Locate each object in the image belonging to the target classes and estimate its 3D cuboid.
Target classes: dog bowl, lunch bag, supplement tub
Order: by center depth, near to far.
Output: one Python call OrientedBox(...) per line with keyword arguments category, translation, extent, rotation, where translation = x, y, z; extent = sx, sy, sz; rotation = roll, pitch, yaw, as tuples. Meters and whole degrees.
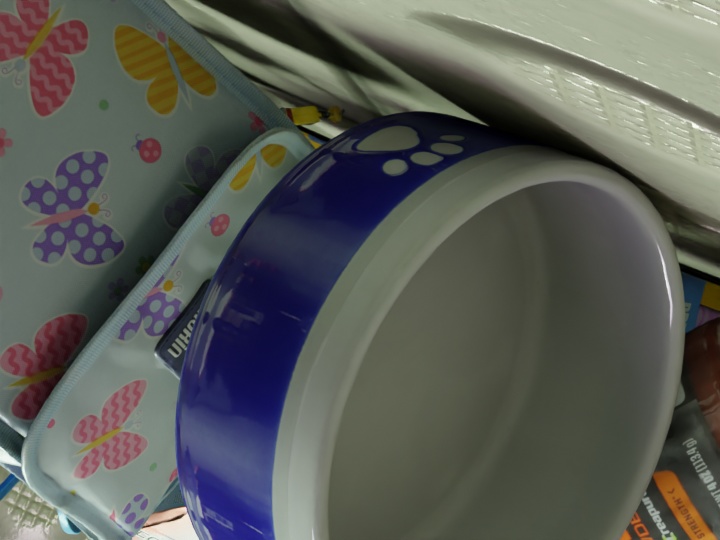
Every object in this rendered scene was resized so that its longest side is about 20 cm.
OrientedBox(category="dog bowl", translation=(0.029, 0.045, 1.010), extent=(0.079, 0.200, 0.200), rotation=(24, 178, 40))
OrientedBox(category="lunch bag", translation=(-0.109, -0.015, 1.010), extent=(0.200, 0.170, 0.127), rotation=(44, 169, -24))
OrientedBox(category="supplement tub", translation=(0.096, 0.110, 1.135), extent=(0.107, 0.200, 0.107), rotation=(47, -157, -27))

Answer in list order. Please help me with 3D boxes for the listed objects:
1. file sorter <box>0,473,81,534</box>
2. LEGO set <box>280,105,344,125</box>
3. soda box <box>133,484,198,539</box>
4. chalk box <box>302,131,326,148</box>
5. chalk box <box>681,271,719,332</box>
OrientedBox(category="file sorter", translation=(-0.205, 0.039, 1.218), extent=(0.200, 0.123, 0.139), rotation=(3, -164, 11))
OrientedBox(category="LEGO set", translation=(0.000, 0.000, 1.179), extent=(0.116, 0.154, 0.200), rotation=(-16, 148, 36))
OrientedBox(category="soda box", translation=(-0.054, 0.048, 1.243), extent=(0.063, 0.200, 0.068), rotation=(-15, 135, 36))
OrientedBox(category="chalk box", translation=(-0.057, -0.017, 1.461), extent=(0.200, 0.124, 0.124), rotation=(25, 179, 5))
OrientedBox(category="chalk box", translation=(0.171, 0.078, 1.255), extent=(0.200, 0.124, 0.125), rotation=(21, 175, 36))
